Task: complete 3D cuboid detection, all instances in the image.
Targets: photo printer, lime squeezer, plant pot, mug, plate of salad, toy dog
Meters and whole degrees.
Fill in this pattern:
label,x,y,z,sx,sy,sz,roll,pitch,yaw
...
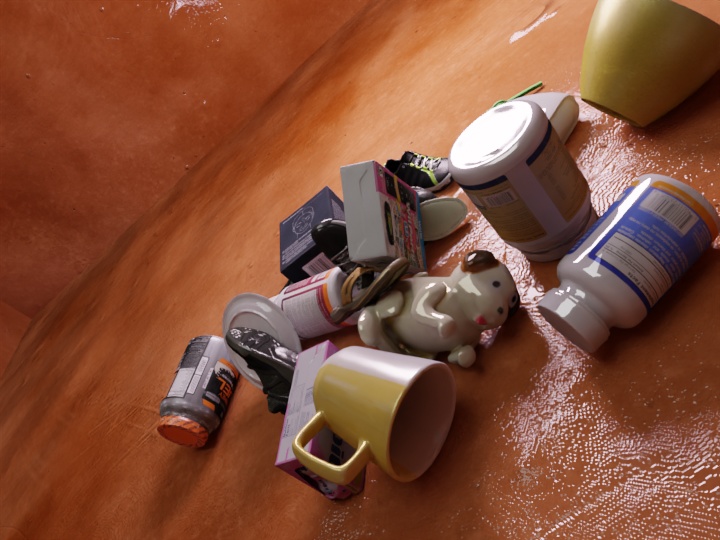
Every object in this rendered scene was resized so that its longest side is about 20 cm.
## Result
label,x,y,z,sx,sy,sz,roll,pitch,yaw
photo printer,0.280,-0.231,0.985,0.200,0.069,0.166,-55,31,-14
lime squeezer,0.281,-0.311,1.111,0.200,0.038,0.071,-52,31,-12
plant pot,0.409,-0.298,0.819,0.142,0.200,0.200,-64,25,20
mug,0.009,0.166,0.703,0.153,0.186,0.150,15,94,38
plate of salad,-0.179,0.133,1.037,0.200,0.200,0.048,-18,6,39
toy dog,0.129,0.057,0.795,0.200,0.140,0.194,-25,18,29

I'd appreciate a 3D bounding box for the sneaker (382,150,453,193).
label,x,y,z,sx,sy,sz,roll,pitch,yaw
sneaker,0.116,-0.207,1.147,0.200,0.083,0.072,-1,53,50

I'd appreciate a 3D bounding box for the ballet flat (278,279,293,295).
label,x,y,z,sx,sy,sz,roll,pitch,yaw
ballet flat,-0.166,0.098,1.160,0.068,0.068,0.200,-34,20,40

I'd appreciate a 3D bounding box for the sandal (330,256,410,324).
label,x,y,z,sx,sy,sz,roll,pitch,yaw
sandal,0.000,0.026,0.851,0.080,0.054,0.200,-36,-1,-37

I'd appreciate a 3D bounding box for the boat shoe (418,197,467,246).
label,x,y,z,sx,sy,sz,roll,pitch,yaw
boat shoe,0.103,-0.076,1.021,0.201,0.072,0.061,-25,-3,17

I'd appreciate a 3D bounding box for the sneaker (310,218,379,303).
label,x,y,z,sx,sy,sz,roll,pitch,yaw
sneaker,0.000,0.000,0.939,0.075,0.200,0.116,-36,39,26

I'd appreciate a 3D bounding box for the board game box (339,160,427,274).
label,x,y,z,sx,sy,sz,roll,pitch,yaw
board game box,0.042,-0.076,0.898,0.064,0.200,0.148,-9,80,22

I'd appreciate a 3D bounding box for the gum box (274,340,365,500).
label,x,y,z,sx,sy,sz,roll,pitch,yaw
gum box,-0.047,0.219,0.812,0.066,0.113,0.200,-27,35,29

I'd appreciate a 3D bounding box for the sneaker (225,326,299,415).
label,x,y,z,sx,sy,sz,roll,pitch,yaw
sneaker,-0.159,0.179,0.960,0.076,0.199,0.114,-34,-32,-63

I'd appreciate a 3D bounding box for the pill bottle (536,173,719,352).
label,x,y,z,sx,sy,sz,roll,pitch,yaw
pill bottle,0.304,-0.005,0.647,0.200,0.112,0.112,-47,30,-1

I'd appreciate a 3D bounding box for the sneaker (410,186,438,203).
label,x,y,z,sx,sy,sz,roll,pitch,yaw
sneaker,0.074,-0.094,1.089,0.200,0.076,0.091,-26,41,47

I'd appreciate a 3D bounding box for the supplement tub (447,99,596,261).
label,x,y,z,sx,sy,sz,roll,pitch,yaw
supplement tub,0.232,-0.120,0.783,0.144,0.200,0.145,-31,34,24

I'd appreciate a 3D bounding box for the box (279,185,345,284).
label,x,y,z,sx,sy,sz,roll,pitch,yaw
box,-0.087,-0.063,1.204,0.148,0.107,0.200,-36,32,17

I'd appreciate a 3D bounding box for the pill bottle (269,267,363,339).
label,x,y,z,sx,sy,sz,roll,pitch,yaw
pill bottle,-0.087,0.068,1.044,0.200,0.110,0.110,-21,39,37

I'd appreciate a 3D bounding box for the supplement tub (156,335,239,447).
label,x,y,z,sx,sy,sz,roll,pitch,yaw
supplement tub,-0.322,0.241,1.119,0.122,0.123,0.200,-21,39,36
